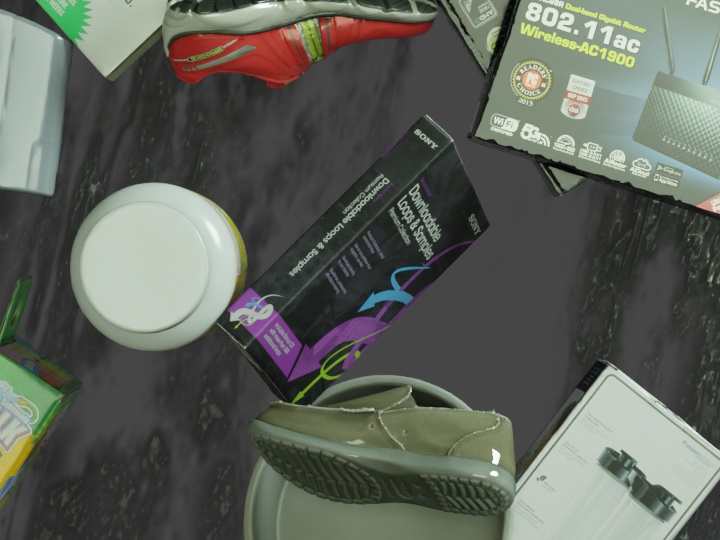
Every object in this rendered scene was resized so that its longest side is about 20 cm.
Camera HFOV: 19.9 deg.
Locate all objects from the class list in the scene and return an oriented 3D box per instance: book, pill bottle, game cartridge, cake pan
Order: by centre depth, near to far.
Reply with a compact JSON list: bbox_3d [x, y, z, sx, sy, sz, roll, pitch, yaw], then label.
[{"bbox_3d":[-0.137,-0.002,1.395,0.112,0.200,0.113,0,90,0],"label":"pill bottle"},{"bbox_3d":[0.016,0.176,1.446,0.199,0.037,0.201,-5,74,18],"label":"cake pan"},{"bbox_3d":[-0.152,-0.253,1.474,0.200,0.048,0.134,-43,89,3],"label":"book"},{"bbox_3d":[-0.312,-0.132,1.475,0.199,0.042,0.134,7,95,-1],"label":"game cartridge"}]

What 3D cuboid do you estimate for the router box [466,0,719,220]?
[{"bbox_3d":[0.190,-0.133,1.423,0.199,0.062,0.150,17,91,-1],"label":"router box"}]

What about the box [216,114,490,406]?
[{"bbox_3d":[0.000,0.000,1.417,0.036,0.143,0.200,40,82,26],"label":"box"}]

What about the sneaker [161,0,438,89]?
[{"bbox_3d":[-0.044,-0.172,1.467,0.199,0.077,0.085,-5,128,-12],"label":"sneaker"}]

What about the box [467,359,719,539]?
[{"bbox_3d":[0.159,0.177,1.471,0.116,0.060,0.200,37,90,-1],"label":"box"}]

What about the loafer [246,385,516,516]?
[{"bbox_3d":[0.018,0.119,1.410,0.199,0.075,0.070,9,56,20],"label":"loafer"}]

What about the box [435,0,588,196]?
[{"bbox_3d":[0.175,-0.185,1.475,0.200,0.048,0.194,-31,89,1],"label":"box"}]

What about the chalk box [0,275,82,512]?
[{"bbox_3d":[-0.277,0.096,1.433,0.124,0.124,0.200,34,91,-1],"label":"chalk box"}]
